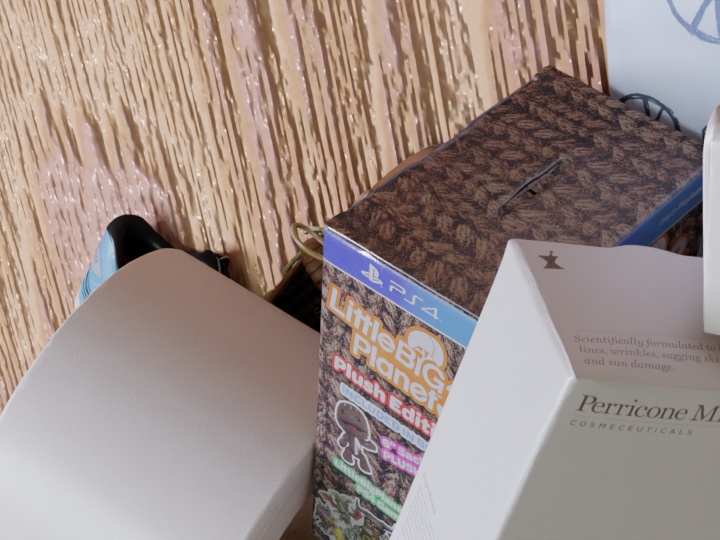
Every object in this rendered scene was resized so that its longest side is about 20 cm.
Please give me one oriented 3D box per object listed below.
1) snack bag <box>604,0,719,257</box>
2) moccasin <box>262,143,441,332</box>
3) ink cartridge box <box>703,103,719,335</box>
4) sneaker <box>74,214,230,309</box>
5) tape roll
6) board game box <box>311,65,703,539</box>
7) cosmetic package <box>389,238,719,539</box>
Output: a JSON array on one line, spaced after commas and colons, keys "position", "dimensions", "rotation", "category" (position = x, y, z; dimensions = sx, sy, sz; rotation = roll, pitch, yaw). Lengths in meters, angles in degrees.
[{"position": [0.186, -0.063, 0.739], "dimensions": [0.188, 0.021, 0.201], "rotation": [20, 130, 38], "category": "snack bag"}, {"position": [-0.001, -0.001, 0.923], "dimensions": [0.201, 0.078, 0.074], "rotation": [-33, 88, 50], "category": "moccasin"}, {"position": [0.233, -0.026, 0.589], "dimensions": [0.199, 0.145, 0.084], "rotation": [14, 126, 27], "category": "ink cartridge box"}, {"position": [-0.099, 0.037, 1.050], "dimensions": [0.200, 0.078, 0.090], "rotation": [35, 132, 25], "category": "sneaker"}, {"position": [-0.087, 0.109, 0.893], "dimensions": [0.139, 0.203, 0.203], "rotation": [29, 133, 16], "category": "tape roll"}, {"position": [0.067, 0.038, 0.797], "dimensions": [0.097, 0.159, 0.201], "rotation": [32, 139, 28], "category": "board game box"}, {"position": [0.086, 0.090, 0.676], "dimensions": [0.081, 0.112, 0.201], "rotation": [-106, 26, -47], "category": "cosmetic package"}]
